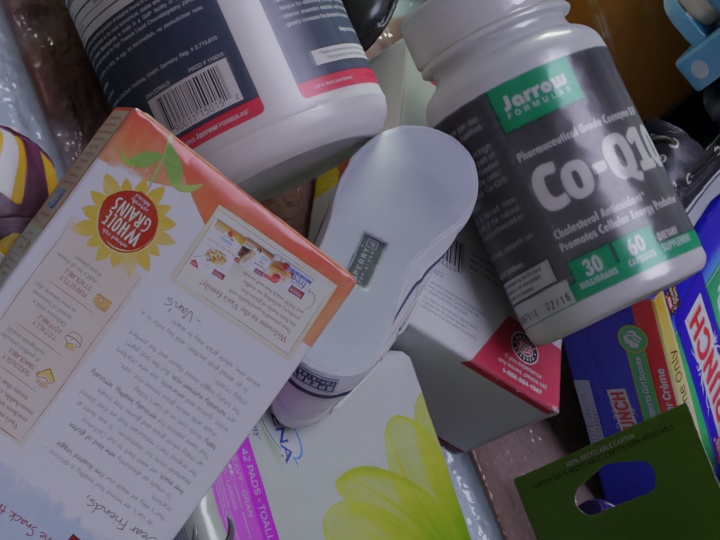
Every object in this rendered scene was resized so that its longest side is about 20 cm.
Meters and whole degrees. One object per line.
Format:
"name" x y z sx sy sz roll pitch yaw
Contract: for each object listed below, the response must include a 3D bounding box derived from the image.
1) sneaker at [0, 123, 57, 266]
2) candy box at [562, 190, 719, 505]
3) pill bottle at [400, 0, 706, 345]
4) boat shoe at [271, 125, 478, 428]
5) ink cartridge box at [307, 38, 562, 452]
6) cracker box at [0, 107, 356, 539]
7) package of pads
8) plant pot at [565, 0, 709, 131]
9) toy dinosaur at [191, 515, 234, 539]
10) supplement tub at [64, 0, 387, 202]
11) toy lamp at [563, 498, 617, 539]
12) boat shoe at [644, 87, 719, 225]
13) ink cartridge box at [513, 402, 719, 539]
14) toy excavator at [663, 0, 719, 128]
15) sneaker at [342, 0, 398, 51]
"sneaker" -0.204 -0.054 0.986 0.201 0.075 0.090 60 32 -12
"candy box" 0.209 0.038 1.314 0.200 0.077 0.170 -48 130 -46
"pill bottle" 0.105 -0.069 1.148 0.113 0.113 0.201 -20 82 -49
"boat shoe" 0.000 0.000 1.065 0.073 0.065 0.200 33 47 4
"ink cartridge box" 0.047 -0.016 1.210 0.145 0.083 0.201 31 49 -30
"cracker box" -0.115 0.043 0.934 0.134 0.058 0.200 38 83 -16
"package of pads" -0.034 0.126 1.057 0.199 0.068 0.155 -6 74 -48
"plant pot" 0.163 -0.183 1.361 0.200 0.199 0.184 -42 116 -49
"toy dinosaur" -0.103 0.217 0.921 0.102 0.200 0.077 48 -8 18
"supplement tub" -0.083 -0.140 1.100 0.140 0.140 0.201 -18 82 -49
"toy lamp" 0.202 0.213 1.265 0.200 0.058 0.058 43 44 -22
"boat shoe" 0.191 -0.067 1.259 0.200 0.070 0.067 -36 123 -35
"ink cartridge box" 0.150 0.197 1.149 0.076 0.148 0.201 -9 74 -47
"toy excavator" 0.207 -0.177 1.223 0.200 0.100 0.194 49 43 -1
"sneaker" -0.028 -0.218 1.259 0.088 0.074 0.201 25 43 -35
